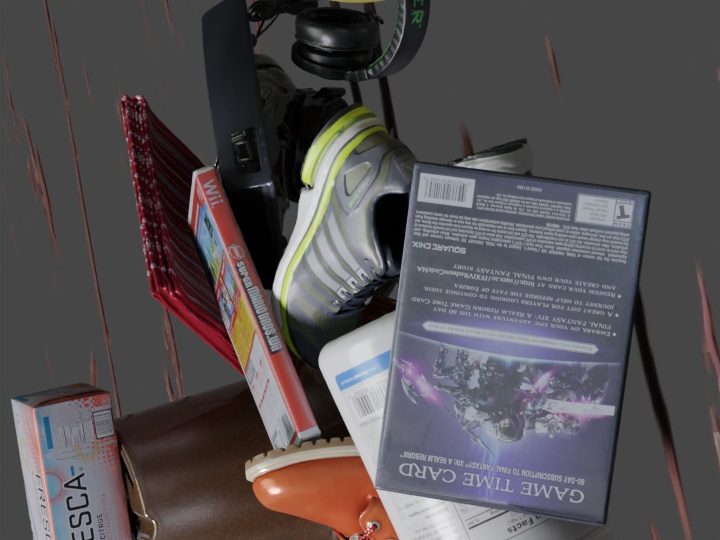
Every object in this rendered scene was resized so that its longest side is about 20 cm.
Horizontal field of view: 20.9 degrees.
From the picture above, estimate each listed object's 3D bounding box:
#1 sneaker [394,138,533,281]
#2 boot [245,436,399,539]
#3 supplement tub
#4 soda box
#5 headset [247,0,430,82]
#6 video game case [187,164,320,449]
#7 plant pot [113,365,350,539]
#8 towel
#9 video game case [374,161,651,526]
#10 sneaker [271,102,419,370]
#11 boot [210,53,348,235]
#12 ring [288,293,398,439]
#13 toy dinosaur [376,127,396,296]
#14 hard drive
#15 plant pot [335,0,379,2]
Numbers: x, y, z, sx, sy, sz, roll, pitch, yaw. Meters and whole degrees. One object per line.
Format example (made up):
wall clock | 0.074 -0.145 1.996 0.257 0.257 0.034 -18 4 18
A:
sneaker | 0.063 -0.021 1.321 0.200 0.074 0.080 -36 73 63
boot | 0.016 0.175 1.316 0.075 0.199 0.108 136 142 -58
supplement tub | 0.069 0.115 1.251 0.200 0.132 0.132 65 155 2
soda box | -0.216 0.190 1.497 0.068 0.063 0.201 -174 76 -65
headset | -0.013 -0.201 1.437 0.200 0.094 0.124 -1 100 50
video game case | -0.078 0.038 1.376 0.143 0.017 0.200 114 134 -74
plant pot | -0.102 0.176 1.559 0.200 0.198 0.201 169 90 -67
towel | -0.129 -0.027 1.502 0.145 0.022 0.200 48 -157 -51
video game case | 0.090 0.043 1.169 0.019 0.142 0.201 -15 -67 -78
sneaker | -0.004 -0.008 1.298 0.081 0.074 0.200 36 134 31
boot | -0.060 -0.071 1.568 0.174 0.069 0.201 41 133 55
ring | 0.011 0.106 1.415 0.200 0.019 0.201 15 123 24
toy dinosaur | 0.000 0.000 1.456 0.077 0.102 0.200 39 147 31
hard drive | -0.086 -0.094 1.441 0.135 0.042 0.200 85 175 -50
plant pot | -0.001 -0.258 1.253 0.142 0.199 0.201 77 179 -85
